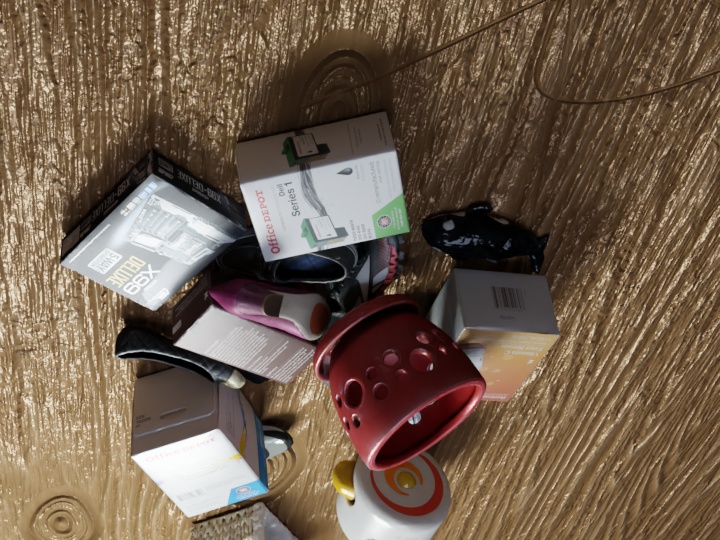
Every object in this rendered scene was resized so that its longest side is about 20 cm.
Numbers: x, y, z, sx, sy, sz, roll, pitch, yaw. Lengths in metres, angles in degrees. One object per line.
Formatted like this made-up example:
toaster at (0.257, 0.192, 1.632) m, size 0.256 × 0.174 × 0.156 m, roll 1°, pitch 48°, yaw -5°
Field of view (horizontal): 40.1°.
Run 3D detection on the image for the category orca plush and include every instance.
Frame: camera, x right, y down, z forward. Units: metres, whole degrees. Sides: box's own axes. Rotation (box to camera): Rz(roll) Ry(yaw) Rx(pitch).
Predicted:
orca plush at (0.183, -0.025, 1.398) m, size 0.199 × 0.071 × 0.105 m, roll 22°, pitch 128°, yaw -30°

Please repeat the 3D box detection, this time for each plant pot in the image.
plant pot at (0.048, 0.146, 1.369) m, size 0.199 × 0.183 × 0.201 m, roll -27°, pitch 153°, yaw -15°

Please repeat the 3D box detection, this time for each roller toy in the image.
roller toy at (0.059, 0.398, 1.734) m, size 0.182 × 0.200 × 0.140 m, roll -24°, pitch 151°, yaw -41°

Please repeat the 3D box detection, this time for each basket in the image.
basket at (-0.213, 0.581, 1.861) m, size 0.159 × 0.199 × 0.201 m, roll -17°, pitch 137°, yaw 13°

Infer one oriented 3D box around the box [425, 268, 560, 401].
box at (0.184, 0.101, 1.485) m, size 0.151 × 0.107 × 0.201 m, roll 4°, pitch 143°, yaw -15°

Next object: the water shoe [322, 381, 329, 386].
water shoe at (0.030, 0.175, 1.593) m, size 0.199 × 0.072 × 0.079 m, roll 23°, pitch 151°, yaw -27°

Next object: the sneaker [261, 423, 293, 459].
sneaker at (-0.206, 0.321, 1.675) m, size 0.198 × 0.080 × 0.074 m, roll -19°, pitch 134°, yaw 6°

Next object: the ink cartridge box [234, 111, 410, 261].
ink cartridge box at (-0.048, -0.104, 1.261) m, size 0.198 × 0.085 × 0.147 m, roll -13°, pitch 136°, yaw 1°

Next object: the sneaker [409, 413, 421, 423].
sneaker at (0.051, 0.168, 1.510) m, size 0.070 × 0.073 × 0.202 m, roll -14°, pitch 95°, yaw -8°

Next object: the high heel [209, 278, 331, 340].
high heel at (-0.117, 0.047, 1.355) m, size 0.095 × 0.068 × 0.200 m, roll 14°, pitch 171°, yaw 29°

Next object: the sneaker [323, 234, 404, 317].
sneaker at (0.000, 0.000, 1.388) m, size 0.097 × 0.071 × 0.201 m, roll 2°, pitch 136°, yaw -16°

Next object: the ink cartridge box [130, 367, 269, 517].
ink cartridge box at (-0.251, 0.262, 1.556) m, size 0.146 × 0.145 × 0.201 m, roll -18°, pitch 136°, yaw 7°

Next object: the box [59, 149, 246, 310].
box at (-0.273, -0.047, 1.301) m, size 0.200 × 0.050 × 0.157 m, roll -37°, pitch 131°, yaw 25°

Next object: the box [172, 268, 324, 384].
box at (-0.158, 0.083, 1.401) m, size 0.199 × 0.075 × 0.100 m, roll 24°, pitch 128°, yaw -35°

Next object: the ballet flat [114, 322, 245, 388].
ballet flat at (-0.266, 0.137, 1.457) m, size 0.198 × 0.057 × 0.067 m, roll 22°, pitch 152°, yaw -9°

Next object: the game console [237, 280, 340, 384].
game console at (-0.136, 0.092, 1.487) m, size 0.199 × 0.031 × 0.177 m, roll -31°, pitch 133°, yaw 21°

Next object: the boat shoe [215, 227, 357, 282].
boat shoe at (-0.104, -0.011, 1.331) m, size 0.198 × 0.066 × 0.071 m, roll 5°, pitch 120°, yaw 6°
